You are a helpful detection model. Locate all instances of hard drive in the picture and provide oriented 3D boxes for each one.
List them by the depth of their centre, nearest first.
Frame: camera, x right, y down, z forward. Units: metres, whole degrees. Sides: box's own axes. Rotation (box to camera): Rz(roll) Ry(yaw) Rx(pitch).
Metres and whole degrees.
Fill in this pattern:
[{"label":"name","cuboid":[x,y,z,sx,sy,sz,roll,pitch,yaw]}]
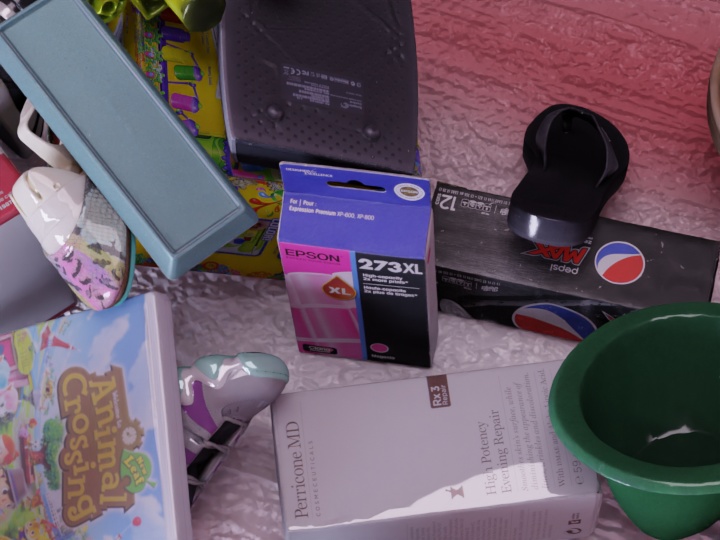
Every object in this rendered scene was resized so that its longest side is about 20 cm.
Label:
[{"label":"hard drive","cuboid":[-0.031,-0.145,1.203,0.135,0.042,0.200,10,55,-18]}]

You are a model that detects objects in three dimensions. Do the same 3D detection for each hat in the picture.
[{"label":"hat","cuboid":[0.203,0.146,1.155,0.165,0.176,0.200,15,43,29]}]

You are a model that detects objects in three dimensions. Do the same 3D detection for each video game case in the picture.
[{"label":"video game case","cuboid":[-0.189,0.129,1.148,0.182,0.022,0.201,-16,71,25]}]

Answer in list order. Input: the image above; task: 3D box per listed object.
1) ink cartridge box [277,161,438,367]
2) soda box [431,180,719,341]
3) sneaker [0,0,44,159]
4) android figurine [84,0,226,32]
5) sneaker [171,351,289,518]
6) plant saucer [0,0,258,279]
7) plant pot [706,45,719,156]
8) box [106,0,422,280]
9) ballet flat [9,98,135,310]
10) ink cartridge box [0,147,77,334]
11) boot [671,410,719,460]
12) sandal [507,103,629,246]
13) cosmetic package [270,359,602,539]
[{"label":"ink cartridge box","cuboid":[0.000,0.000,1.186,0.094,0.200,0.037,7,59,8]},{"label":"soda box","cuboid":[0.139,0.003,1.257,0.199,0.063,0.071,12,61,10]},{"label":"sneaker","cuboid":[-0.225,-0.149,1.282,0.073,0.200,0.112,42,80,2]},{"label":"android figurine","cuboid":[-0.122,-0.238,1.206,0.182,0.041,0.200,-36,53,-7]},{"label":"sneaker","cuboid":[-0.115,0.145,1.162,0.200,0.078,0.140,-29,66,21]},{"label":"plant saucer","cuboid":[-0.149,-0.091,1.136,0.070,0.019,0.200,-36,80,-17]},{"label":"plant pot","cuboid":[0.339,-0.096,1.291,0.200,0.093,0.201,-1,58,1]},{"label":"box","cuboid":[-0.072,-0.110,1.266,0.192,0.122,0.200,6,57,-19]},{"label":"ballet flat","cuboid":[-0.185,-0.068,1.165,0.071,0.069,0.200,20,51,-36]},{"label":"ink cartridge box","cuboid":[-0.314,-0.042,1.256,0.145,0.145,0.200,-33,64,-14]},{"label":"boot","cuboid":[0.309,0.155,1.155,0.182,0.073,0.200,-33,56,-1]},{"label":"sandal","cuboid":[0.147,-0.075,1.267,0.076,0.043,0.200,10,27,5]},{"label":"cosmetic package","cuboid":[0.046,0.125,1.183,0.199,0.074,0.102,-7,59,-3]}]
